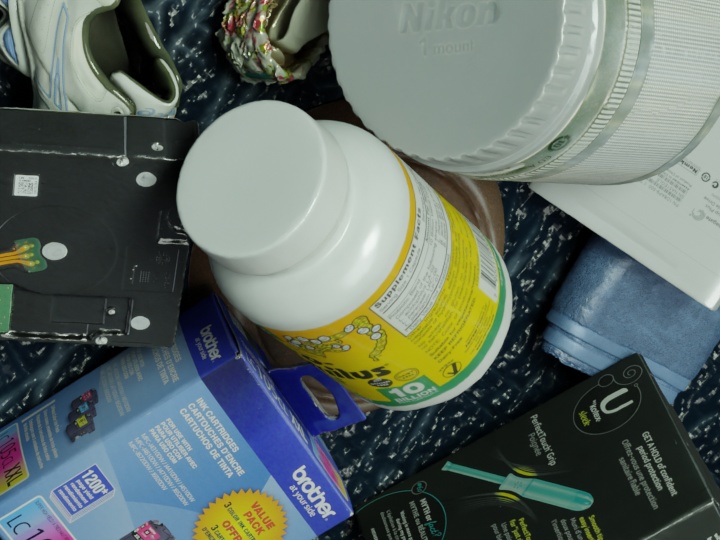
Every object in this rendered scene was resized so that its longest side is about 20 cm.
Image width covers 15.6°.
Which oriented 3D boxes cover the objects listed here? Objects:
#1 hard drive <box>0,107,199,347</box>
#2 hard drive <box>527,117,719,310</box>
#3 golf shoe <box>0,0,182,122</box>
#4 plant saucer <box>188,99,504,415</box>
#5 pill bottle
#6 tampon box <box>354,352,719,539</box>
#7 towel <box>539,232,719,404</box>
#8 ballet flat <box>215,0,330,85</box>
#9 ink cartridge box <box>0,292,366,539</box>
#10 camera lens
[{"bbox_3d":[-0.188,-0.023,1.354,0.199,0.038,0.140,2,134,-9],"label":"hard drive"},{"bbox_3d":[0.206,-0.096,1.522,0.200,0.132,0.027,-57,165,7],"label":"hard drive"},{"bbox_3d":[-0.131,-0.077,1.369,0.078,0.097,0.200,-38,127,-32],"label":"golf shoe"},{"bbox_3d":[0.000,0.000,1.512,0.200,0.034,0.201,-11,116,-22],"label":"plant saucer"},{"bbox_3d":[-0.009,-0.009,1.350,0.113,0.113,0.200,-49,146,1],"label":"pill bottle"},{"bbox_3d":[0.124,0.177,1.554,0.200,0.150,0.126,-29,125,7],"label":"tampon box"},{"bbox_3d":[0.193,-0.019,1.586,0.111,0.049,0.200,27,99,-32],"label":"towel"},{"bbox_3d":[-0.007,-0.184,1.408,0.075,0.064,0.200,22,101,-30],"label":"ballet flat"},{"bbox_3d":[-0.098,0.108,1.467,0.200,0.076,0.137,-33,123,2],"label":"ink cartridge box"},{"bbox_3d":[0.097,-0.126,1.394,0.200,0.160,0.160,-1,115,-56],"label":"camera lens"}]
